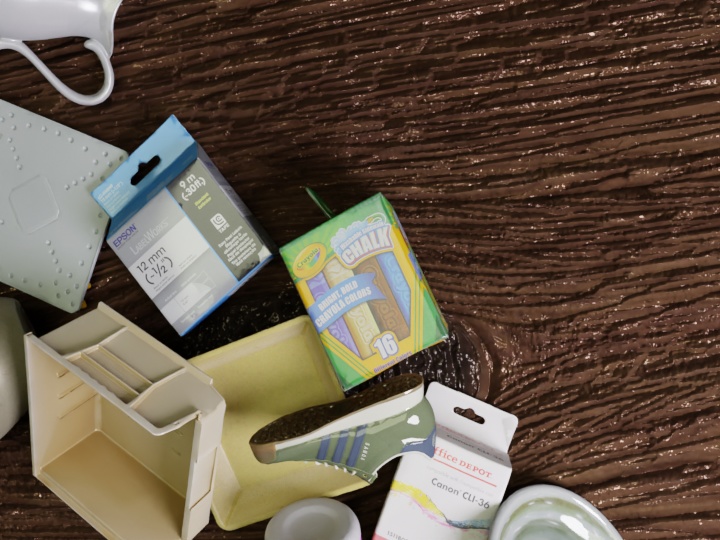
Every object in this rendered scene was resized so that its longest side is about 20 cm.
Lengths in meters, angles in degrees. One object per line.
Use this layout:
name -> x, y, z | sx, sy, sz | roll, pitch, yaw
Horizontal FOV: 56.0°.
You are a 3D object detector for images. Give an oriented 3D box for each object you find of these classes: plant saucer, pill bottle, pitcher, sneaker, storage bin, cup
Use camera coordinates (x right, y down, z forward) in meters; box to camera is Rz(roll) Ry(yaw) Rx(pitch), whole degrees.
plant saucer -> -0.102, 0.166, 0.757 | 0.195, 0.049, 0.205 | -20, 100, 10
pill bottle -> -0.045, 0.360, 0.725 | 0.101, 0.104, 0.207 | -1, 106, 8
pitcher -> -0.368, -0.291, 0.761 | 0.195, 0.121, 0.177 | 8, 100, -28
sneaker -> -0.013, 0.182, 0.692 | 0.195, 0.067, 0.092 | -21, 101, 11
storage bin -> -0.248, 0.175, 0.714 | 0.195, 0.093, 0.205 | 29, 124, 20
plant saucer -> 0.201, 0.326, 0.686 | 0.200, 0.200, 0.050 | 43, 135, 5
cup -> -0.443, 0.109, 0.771 | 0.140, 0.200, 0.205 | -25, 86, -20

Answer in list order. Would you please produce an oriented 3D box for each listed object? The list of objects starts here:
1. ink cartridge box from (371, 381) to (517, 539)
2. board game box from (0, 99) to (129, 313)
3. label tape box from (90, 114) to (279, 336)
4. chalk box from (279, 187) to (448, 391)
ink cartridge box -> 0.091, 0.240, 0.735 | 0.113, 0.067, 0.206 | 20, 93, 8
board game box -> -0.394, -0.080, 0.831 | 0.195, 0.026, 0.205 | 21, 93, 8
label tape box -> -0.208, -0.053, 0.770 | 0.142, 0.066, 0.202 | -38, 95, 6
chalk box -> 0.000, 0.000, 0.722 | 0.121, 0.125, 0.205 | -25, 88, 8
